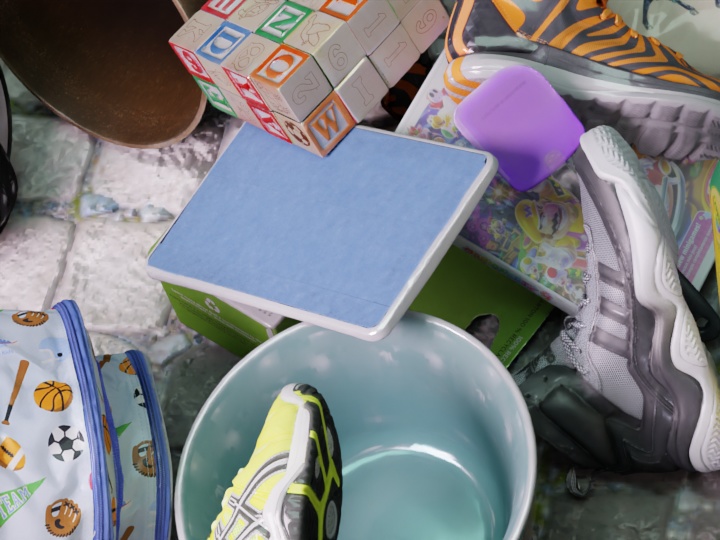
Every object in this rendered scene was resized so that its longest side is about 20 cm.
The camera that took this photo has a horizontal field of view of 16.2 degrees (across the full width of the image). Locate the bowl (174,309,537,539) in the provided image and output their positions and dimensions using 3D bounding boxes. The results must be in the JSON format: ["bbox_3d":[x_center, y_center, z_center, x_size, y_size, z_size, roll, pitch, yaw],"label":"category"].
[{"bbox_3d":[0.009,0.132,1.383,0.200,0.105,0.202,-8,60,13],"label":"bowl"}]

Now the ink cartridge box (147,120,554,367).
[{"bbox_3d":[0.000,0.000,1.499,0.199,0.076,0.148,28,67,31],"label":"ink cartridge box"}]

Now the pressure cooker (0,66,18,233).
[{"bbox_3d":[-0.311,-0.087,1.565,0.199,0.176,0.180,4,97,29],"label":"pressure cooker"}]

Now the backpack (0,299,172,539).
[{"bbox_3d":[-0.180,0.115,1.399,0.153,0.191,0.201,-14,52,-14],"label":"backpack"}]

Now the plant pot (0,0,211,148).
[{"bbox_3d":[-0.120,-0.212,1.630,0.186,0.188,0.200,20,50,26],"label":"plant pot"}]

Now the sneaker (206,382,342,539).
[{"bbox_3d":[-0.058,0.147,1.290,0.076,0.076,0.201,3,62,18],"label":"sneaker"}]

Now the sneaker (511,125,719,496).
[{"bbox_3d":[0.127,0.028,1.402,0.113,0.075,0.201,-18,96,12],"label":"sneaker"}]

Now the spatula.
[{"bbox_3d":[0.137,-0.033,1.436,0.056,0.200,0.021,-41,13,14],"label":"spatula"}]

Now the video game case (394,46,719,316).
[{"bbox_3d":[0.119,-0.053,1.484,0.199,0.018,0.144,31,66,0],"label":"video game case"}]

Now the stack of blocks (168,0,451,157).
[{"bbox_3d":[-0.002,-0.170,1.502,0.200,0.059,0.115,-47,40,-15],"label":"stack of blocks"}]

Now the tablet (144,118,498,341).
[{"bbox_3d":[-0.025,-0.030,1.438,0.199,0.014,0.130,15,63,43],"label":"tablet"}]

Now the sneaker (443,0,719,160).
[{"bbox_3d":[0.151,-0.136,1.472,0.199,0.078,0.113,13,67,-8],"label":"sneaker"}]

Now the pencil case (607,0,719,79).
[{"bbox_3d":[0.237,-0.148,1.537,0.199,0.078,0.090,-4,70,12],"label":"pencil case"}]

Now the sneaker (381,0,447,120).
[{"bbox_3d":[0.009,-0.121,1.582,0.112,0.078,0.201,-26,51,9],"label":"sneaker"}]

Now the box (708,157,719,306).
[{"bbox_3d":[0.215,0.038,1.339,0.048,0.200,0.118,-8,55,10],"label":"box"}]
